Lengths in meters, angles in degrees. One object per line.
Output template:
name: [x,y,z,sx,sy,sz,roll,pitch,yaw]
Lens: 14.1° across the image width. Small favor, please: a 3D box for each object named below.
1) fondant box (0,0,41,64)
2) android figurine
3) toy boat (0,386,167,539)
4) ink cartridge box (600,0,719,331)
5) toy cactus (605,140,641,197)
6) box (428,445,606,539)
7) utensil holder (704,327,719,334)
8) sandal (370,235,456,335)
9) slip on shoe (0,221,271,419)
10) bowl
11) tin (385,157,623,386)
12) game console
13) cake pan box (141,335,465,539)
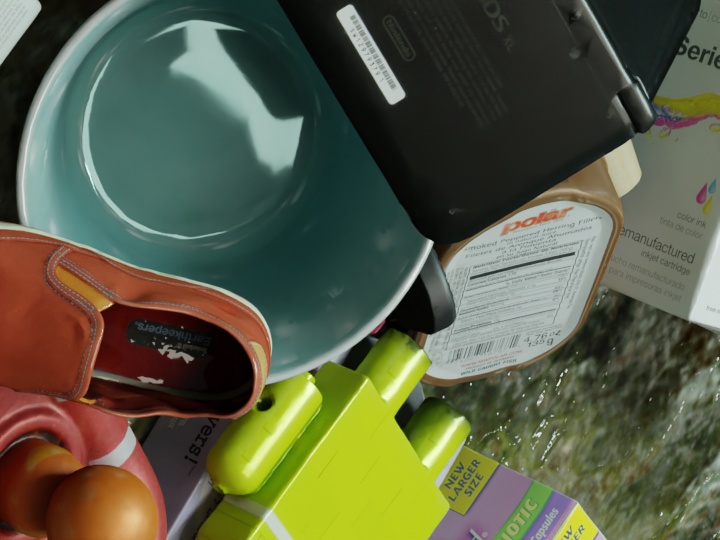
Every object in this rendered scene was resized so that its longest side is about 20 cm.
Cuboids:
fondant box: [-0.239,-0.116,1.201,0.145,0.058,0.200,-55,140,-13]
android figurine: [-0.022,0.131,1.501,0.200,0.041,0.182,-53,139,-17]
toy boat: [-0.145,0.104,1.354,0.131,0.130,0.201,-45,136,-24]
ink cartridge box: [0.186,-0.081,1.626,0.087,0.145,0.201,16,97,-49]
toy cactus: [0.092,-0.110,1.534,0.200,0.102,0.166,-37,115,-12]
box: [0.081,0.234,1.700,0.176,0.096,0.200,-54,139,-14]
utensil holder: [0.276,-0.022,1.713,0.169,0.199,0.171,-25,126,-39]
sandal: [0.000,0.000,1.452,0.045,0.200,0.076,-26,98,-8]
slip on shoe: [-0.131,0.026,1.273,0.199,0.061,0.075,12,105,-16]
bowl: [-0.068,-0.056,1.352,0.199,0.105,0.202,-5,108,-15]
tin: [0.077,0.000,1.546,0.111,0.042,0.200,-17,153,-17]
game console: [0.051,-0.146,1.314,0.175,0.116,0.201,-31,111,4]
cake pan box: [-0.044,0.122,1.543,0.201,0.052,0.184,-58,142,-10]
